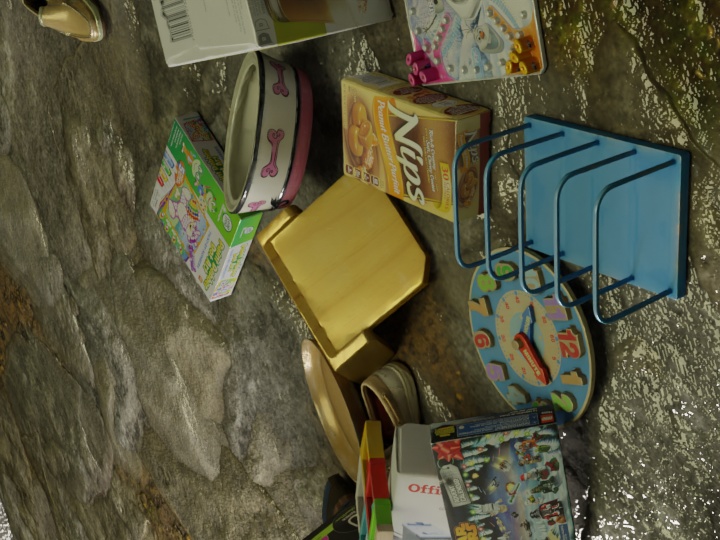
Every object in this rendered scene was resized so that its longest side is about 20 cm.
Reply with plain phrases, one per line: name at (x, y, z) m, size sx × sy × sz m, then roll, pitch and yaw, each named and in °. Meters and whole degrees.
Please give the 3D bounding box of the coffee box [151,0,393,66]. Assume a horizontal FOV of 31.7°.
coffee box at (-0.111, -0.352, 1.416) m, size 0.199 × 0.196 × 0.203 m, roll 2°, pitch 107°, yaw 53°

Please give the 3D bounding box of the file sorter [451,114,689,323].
file sorter at (0.193, -0.051, 1.199) m, size 0.199 × 0.121 × 0.141 m, roll 23°, pitch 124°, yaw 49°

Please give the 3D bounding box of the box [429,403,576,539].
box at (0.158, 0.247, 1.369) m, size 0.040 × 0.135 × 0.203 m, roll -84°, pitch -18°, yaw -63°

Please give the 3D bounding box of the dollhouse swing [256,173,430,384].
dollhouse swing at (0.000, 0.000, 1.583) m, size 0.201 × 0.175 × 0.182 m, roll 57°, pitch -174°, yaw 18°

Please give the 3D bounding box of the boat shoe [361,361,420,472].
boat shoe at (0.043, 0.220, 1.598) m, size 0.073 × 0.068 × 0.203 m, roll -6°, pitch 101°, yaw 56°

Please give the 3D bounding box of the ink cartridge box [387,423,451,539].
ink cartridge box at (0.100, 0.286, 1.470) m, size 0.086 × 0.144 × 0.203 m, roll -86°, pitch 1°, yaw -55°

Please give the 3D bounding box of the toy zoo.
toy zoo at (0.014, 0.272, 1.493) m, size 0.201 × 0.020 × 0.133 m, roll -97°, pitch 11°, yaw -51°

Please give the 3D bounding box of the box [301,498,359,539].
box at (0.019, 0.418, 1.634) m, size 0.123 × 0.148 × 0.203 m, roll 9°, pitch 126°, yaw 52°

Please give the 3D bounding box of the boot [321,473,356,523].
boot at (-0.006, 0.381, 1.775) m, size 0.097 × 0.074 × 0.203 m, roll -130°, pitch 30°, yaw -62°

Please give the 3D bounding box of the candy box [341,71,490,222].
candy box at (0.058, -0.140, 1.407) m, size 0.199 × 0.055 × 0.117 m, roll 28°, pitch 128°, yaw 46°

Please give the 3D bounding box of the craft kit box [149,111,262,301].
craft kit box at (-0.230, -0.091, 1.864) m, size 0.198 × 0.048 × 0.201 m, roll 53°, pitch 143°, yaw 21°

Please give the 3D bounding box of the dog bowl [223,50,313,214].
dog bowl at (-0.114, -0.166, 1.567) m, size 0.200 × 0.073 × 0.204 m, roll -173°, pitch 90°, yaw -74°

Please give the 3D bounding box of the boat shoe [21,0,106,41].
boat shoe at (-0.479, -0.407, 2.032) m, size 0.199 × 0.075 × 0.073 m, roll 29°, pitch 129°, yaw 45°

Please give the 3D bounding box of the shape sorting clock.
shape sorting clock at (0.178, 0.073, 1.357) m, size 0.199 × 0.039 × 0.203 m, roll 30°, pitch 129°, yaw 45°

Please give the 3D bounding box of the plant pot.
plant pot at (-0.027, 0.181, 1.676) m, size 0.200 × 0.027 × 0.203 m, roll 159°, pitch 91°, yaw -76°

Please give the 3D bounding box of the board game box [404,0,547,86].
board game box at (0.098, -0.293, 1.299) m, size 0.199 × 0.026 × 0.203 m, roll 6°, pitch 111°, yaw 54°
